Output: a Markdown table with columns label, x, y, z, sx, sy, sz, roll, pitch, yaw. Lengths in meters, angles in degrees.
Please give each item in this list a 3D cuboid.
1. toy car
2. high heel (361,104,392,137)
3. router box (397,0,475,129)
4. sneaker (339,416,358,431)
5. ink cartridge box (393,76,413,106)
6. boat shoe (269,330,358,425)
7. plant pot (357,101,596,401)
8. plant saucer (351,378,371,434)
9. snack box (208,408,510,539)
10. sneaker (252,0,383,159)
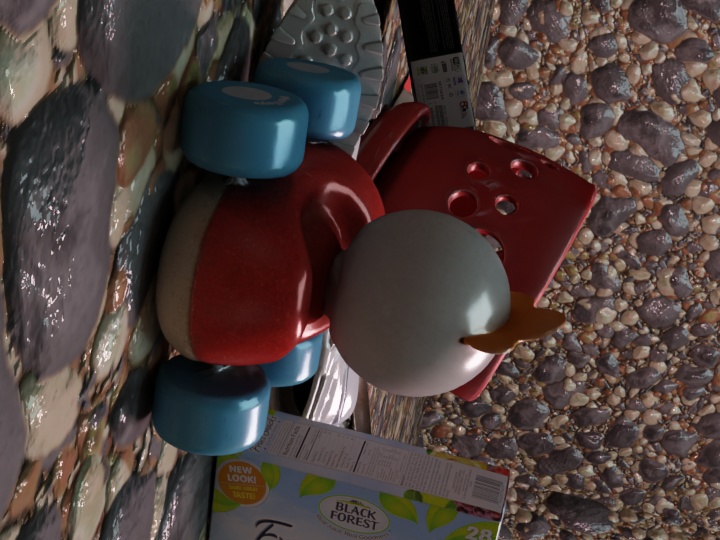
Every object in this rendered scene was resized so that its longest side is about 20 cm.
| label | x | y | z | sx | sy | sz | roll | pitch | yaw |
| --- | --- | --- | --- | --- | --- | --- | --- | --- | --- |
| toy car | 0.011 | 0.005 | 0.612 | 0.177 | 0.199 | 0.185 | -46 | 148 | -66 |
| high heel | 0.010 | -0.096 | 1.110 | 0.096 | 0.067 | 0.200 | -58 | 171 | -2 |
| router box | 0.067 | -0.204 | 1.075 | 0.149 | 0.051 | 0.201 | 57 | 24 | -80 |
| sneaker | -0.024 | 0.151 | 1.044 | 0.076 | 0.087 | 0.201 | -52 | 146 | -68 |
| ink cartridge box | 0.052 | -0.127 | 1.369 | 0.200 | 0.050 | 0.161 | -61 | 162 | -59 |
| boat shoe | -0.036 | 0.028 | 0.840 | 0.065 | 0.073 | 0.201 | -21 | 113 | -52 |
| plant pot | 0.065 | -0.026 | 0.928 | 0.201 | 0.182 | 0.200 | -56 | 174 | -9 |
| plant saucer | -0.013 | 0.125 | 1.162 | 0.200 | 0.032 | 0.201 | -5 | 90 | -85 |
| snack box | -0.007 | 0.201 | 0.834 | 0.068 | 0.199 | 0.169 | -65 | 166 | -61 |
| sneaker | -0.032 | -0.093 | 0.726 | 0.081 | 0.076 | 0.201 | -88 | -171 | -59 |
